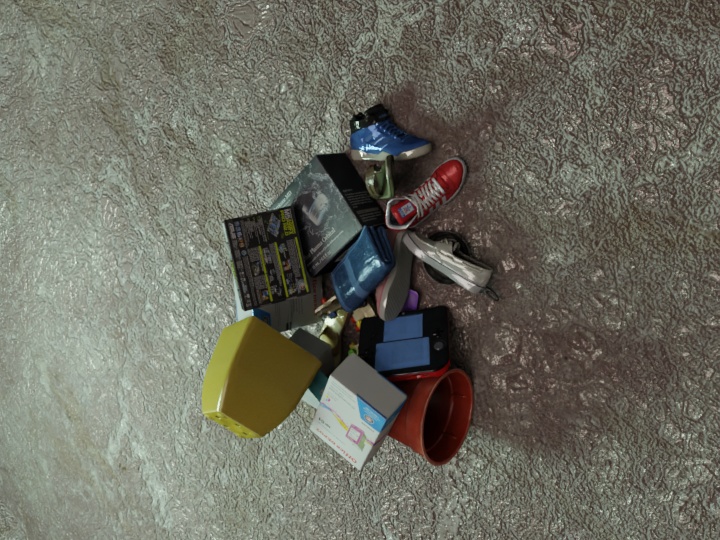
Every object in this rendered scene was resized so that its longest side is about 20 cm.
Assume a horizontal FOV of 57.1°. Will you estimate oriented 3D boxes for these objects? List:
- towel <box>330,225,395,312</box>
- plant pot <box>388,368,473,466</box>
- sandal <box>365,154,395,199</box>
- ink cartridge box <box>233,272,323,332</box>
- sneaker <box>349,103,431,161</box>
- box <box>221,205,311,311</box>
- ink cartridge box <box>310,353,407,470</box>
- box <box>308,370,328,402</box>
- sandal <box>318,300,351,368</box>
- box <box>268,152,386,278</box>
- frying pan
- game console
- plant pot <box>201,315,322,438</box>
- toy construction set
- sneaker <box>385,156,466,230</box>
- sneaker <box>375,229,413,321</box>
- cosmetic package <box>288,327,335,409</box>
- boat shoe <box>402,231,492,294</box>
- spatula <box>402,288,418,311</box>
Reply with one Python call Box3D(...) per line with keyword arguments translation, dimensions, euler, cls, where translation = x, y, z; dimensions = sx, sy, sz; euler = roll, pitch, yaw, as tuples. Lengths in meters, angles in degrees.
Box3D(translation=(0.000, 0.000, 1.429), dimensions=(0.200, 0.048, 0.113), euler=(-49, 53, 45), cls="towel")
Box3D(translation=(0.113, 0.292, 1.438), dimensions=(0.193, 0.199, 0.205), euler=(10, 106, 40), cls="plant pot")
Box3D(translation=(0.034, -0.186, 1.389), dimensions=(0.201, 0.056, 0.082), euler=(159, 108, -76), cls="sandal")
Box3D(translation=(-0.192, 0.064, 1.572), dimensions=(0.085, 0.198, 0.150), euler=(9, 106, 47), cls="ink cartridge box")
Box3D(translation=(0.057, -0.295, 1.402), dimensions=(0.197, 0.076, 0.113), euler=(8, 115, 39), cls="sneaker")
Box3D(translation=(-0.205, -0.027, 1.458), dimensions=(0.044, 0.157, 0.204), euler=(-176, 72, -72), cls="box")
Box3D(translation=(-0.008, 0.292, 1.353), dimensions=(0.144, 0.084, 0.202), euler=(35, 136, 16), cls="ink cartridge box")
Box3D(translation=(-0.057, 0.311, 1.546), dimensions=(0.049, 0.201, 0.082), euler=(-42, 53, -9), cls="box")
Box3D(translation=(-0.083, 0.169, 1.606), dimensions=(0.077, 0.069, 0.215), euler=(28, 115, 26), cls="sandal")
Box3D(translation=(-0.074, -0.126, 1.507), dimensions=(0.196, 0.117, 0.202), euler=(-41, 76, 33), cls="box")
Box3D(translation=(0.214, -0.018, 1.384), dimensions=(0.187, 0.031, 0.117), euler=(17, 110, 27), cls="frying pan")
Box3D(translation=(0.091, 0.155, 1.402), dimensions=(0.196, 0.179, 0.031), euler=(-9, 136, 13), cls="game console")
Box3D(translation=(-0.236, 0.247, 1.435), dimensions=(0.193, 0.202, 0.195), euler=(36, 152, -19), cls="plant pot")
Box3D(translation=(-0.009, 0.129, 1.538), dimensions=(0.131, 0.092, 0.201), euler=(-39, 90, 28), cls="toy construction set")
Box3D(translation=(0.130, -0.151, 1.362), dimensions=(0.072, 0.112, 0.200), euler=(52, 123, 12), cls="sneaker")
Box3D(translation=(0.053, 0.005, 1.461), dimensions=(0.103, 0.075, 0.204), euler=(11, 91, 40), cls="sneaker")
Box3D(translation=(-0.117, 0.242, 1.592), dimensions=(0.100, 0.071, 0.202), euler=(26, 145, 27), cls="cosmetic package")
Box3D(translation=(0.178, -0.032, 1.350), dimensions=(0.199, 0.072, 0.066), euler=(37, 113, 21), cls="boat shoe")
Box3D(translation=(0.091, 0.131, 1.509), dimensions=(0.056, 0.020, 0.204), euler=(22, 113, 27), cls="spatula")
